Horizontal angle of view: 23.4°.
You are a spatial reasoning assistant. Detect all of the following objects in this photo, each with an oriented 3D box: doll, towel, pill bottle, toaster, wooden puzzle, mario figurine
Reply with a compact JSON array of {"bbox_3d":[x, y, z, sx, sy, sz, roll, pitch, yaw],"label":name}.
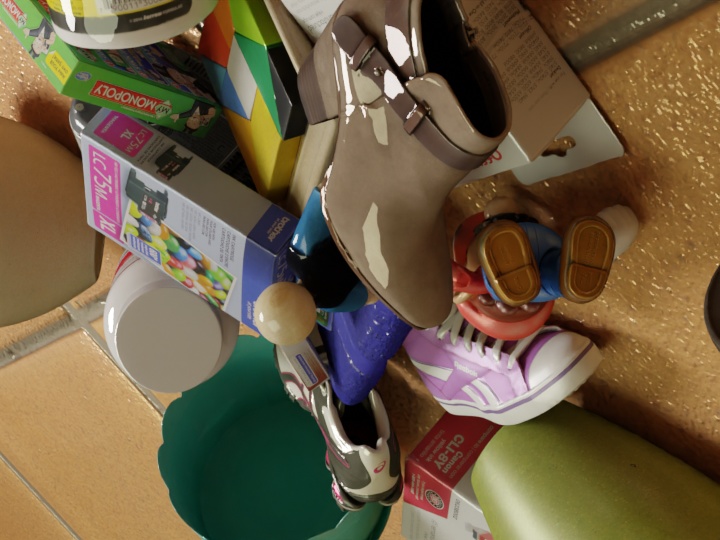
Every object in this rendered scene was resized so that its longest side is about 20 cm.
[{"bbox_3d":[-0.005,-0.028,1.125,0.048,0.201,0.137,18,145,23],"label":"doll"},{"bbox_3d":[0.000,0.000,1.286,0.200,0.049,0.149,118,134,-65],"label":"towel"},{"bbox_3d":[-0.154,0.032,1.435,0.113,0.112,0.200,50,-175,-12],"label":"pill bottle"},{"bbox_3d":[-0.160,-0.252,1.093,0.114,0.114,0.202,19,130,40],"label":"pill bottle"},{"bbox_3d":[-0.125,-0.076,1.333,0.199,0.114,0.130,31,155,18],"label":"toaster"},{"bbox_3d":[-0.068,-0.130,1.167,0.201,0.037,0.186,104,145,-63],"label":"wooden puzzle"},{"bbox_3d":[0.097,-0.019,1.111,0.123,0.107,0.200,33,174,-5],"label":"mario figurine"}]

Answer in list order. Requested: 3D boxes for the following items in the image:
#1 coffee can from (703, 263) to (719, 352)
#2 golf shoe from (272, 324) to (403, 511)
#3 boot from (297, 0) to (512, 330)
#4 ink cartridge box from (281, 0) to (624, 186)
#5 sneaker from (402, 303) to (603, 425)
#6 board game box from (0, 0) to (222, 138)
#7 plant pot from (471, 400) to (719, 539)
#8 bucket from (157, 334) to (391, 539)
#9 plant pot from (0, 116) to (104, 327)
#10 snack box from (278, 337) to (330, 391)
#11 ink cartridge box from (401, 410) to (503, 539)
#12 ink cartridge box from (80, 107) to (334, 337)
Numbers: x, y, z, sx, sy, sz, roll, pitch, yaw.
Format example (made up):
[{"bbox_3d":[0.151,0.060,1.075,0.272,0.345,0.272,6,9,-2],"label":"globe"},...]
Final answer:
[{"bbox_3d":[0.286,0.074,0.927,0.146,0.146,0.201,8,136,50],"label":"coffee can"},{"bbox_3d":[-0.013,0.093,1.408,0.089,0.076,0.201,94,154,-55],"label":"golf shoe"},{"bbox_3d":[0.035,-0.066,0.986,0.146,0.070,0.202,-15,105,56],"label":"boot"},{"bbox_3d":[0.056,-0.119,1.059,0.201,0.068,0.116,51,152,-14],"label":"ink cartridge box"},{"bbox_3d":[0.085,0.048,1.262,0.115,0.073,0.200,54,152,-14],"label":"sneaker"},{"bbox_3d":[-0.198,-0.174,1.229,0.134,0.029,0.200,13,-152,-47],"label":"board game box"},{"bbox_3d":[0.176,0.192,1.244,0.200,0.186,0.188,45,157,27],"label":"plant pot"},{"bbox_3d":[-0.067,0.168,1.508,0.206,0.208,0.135,33,162,20],"label":"bucket"},{"bbox_3d":[-0.302,-0.040,1.581,0.133,0.202,0.201,5,150,-4],"label":"plant pot"},{"bbox_3d":[-0.073,0.023,1.400,0.072,0.024,0.200,58,178,-27],"label":"snack box"},{"bbox_3d":[0.135,0.213,1.412,0.199,0.083,0.146,34,151,20],"label":"ink cartridge box"},{"bbox_3d":[-0.106,-0.025,1.220,0.199,0.042,0.120,30,151,11],"label":"ink cartridge box"}]
